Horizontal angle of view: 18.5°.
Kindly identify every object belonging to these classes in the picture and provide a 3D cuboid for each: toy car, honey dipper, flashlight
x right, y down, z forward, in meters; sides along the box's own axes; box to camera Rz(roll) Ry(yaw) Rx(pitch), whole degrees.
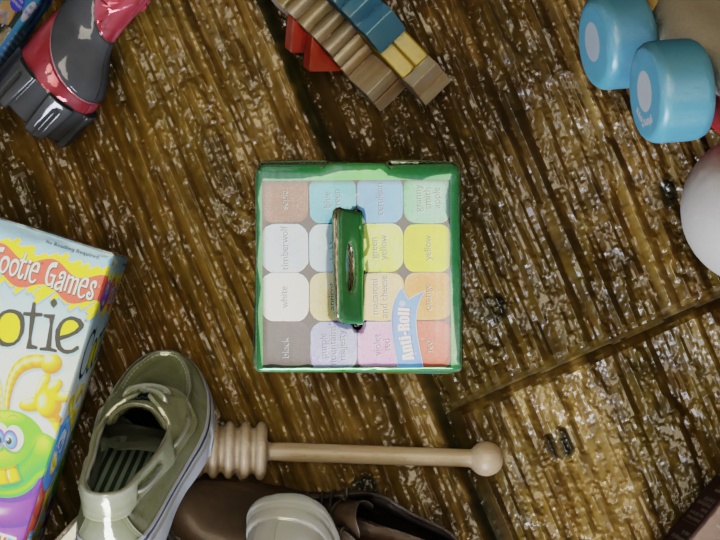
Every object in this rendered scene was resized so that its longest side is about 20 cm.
[{"bbox_3d":[0.242,-0.069,1.386,0.183,0.177,0.201,-6,117,-14],"label":"toy car"},{"bbox_3d":[-0.007,0.116,1.417,0.199,0.038,0.038,1,88,-3],"label":"honey dipper"},{"bbox_3d":[-0.144,-0.168,1.381,0.068,0.068,0.200,38,109,-25],"label":"flashlight"}]

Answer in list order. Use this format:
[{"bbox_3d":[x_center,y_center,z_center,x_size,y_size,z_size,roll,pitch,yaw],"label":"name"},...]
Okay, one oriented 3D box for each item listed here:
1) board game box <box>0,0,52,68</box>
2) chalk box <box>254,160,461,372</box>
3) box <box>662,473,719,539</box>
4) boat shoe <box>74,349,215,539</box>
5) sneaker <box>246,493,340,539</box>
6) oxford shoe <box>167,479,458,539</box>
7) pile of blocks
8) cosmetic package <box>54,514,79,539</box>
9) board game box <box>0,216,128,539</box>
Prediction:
[{"bbox_3d":[-0.238,-0.159,1.365,0.045,0.152,0.200,34,88,1],"label":"board game box"},{"bbox_3d":[0.000,0.000,1.329,0.123,0.200,0.125,0,88,0],"label":"chalk box"},{"bbox_3d":[0.205,0.236,1.396,0.100,0.075,0.200,39,90,0],"label":"box"},{"bbox_3d":[-0.128,0.102,1.338,0.072,0.200,0.062,5,123,2],"label":"boat shoe"},{"bbox_3d":[-0.022,0.230,1.339,0.075,0.089,0.200,-15,129,22],"label":"sneaker"},{"bbox_3d":[-0.028,0.159,1.383,0.199,0.085,0.073,12,53,-3],"label":"oxford shoe"},{"bbox_3d":[-0.033,-0.172,1.401,0.062,0.082,0.200,-45,89,-2],"label":"pile of blocks"},{"bbox_3d":[-0.112,0.232,1.378,0.200,0.104,0.073,43,91,2],"label":"cosmetic package"},{"bbox_3d":[-0.225,0.071,1.381,0.102,0.105,0.201,17,89,-1],"label":"board game box"}]
